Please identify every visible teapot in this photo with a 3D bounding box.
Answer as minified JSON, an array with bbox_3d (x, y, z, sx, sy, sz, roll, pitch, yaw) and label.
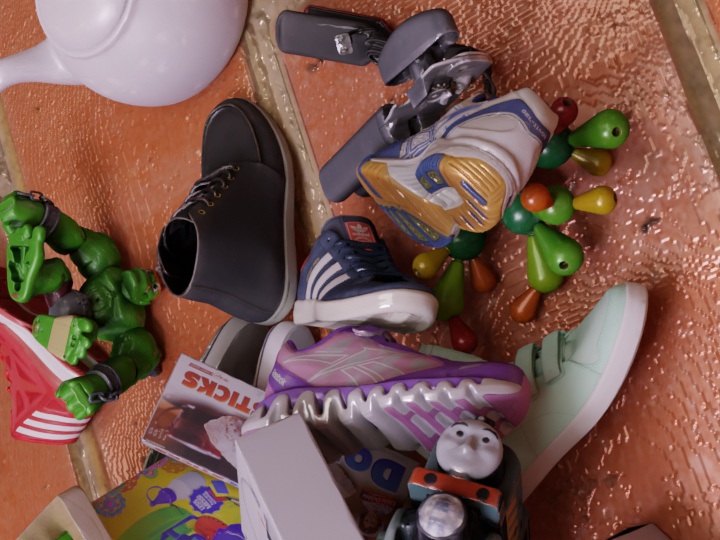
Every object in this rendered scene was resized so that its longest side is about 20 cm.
[{"bbox_3d":[-0.197,-0.234,1.119,0.196,0.146,0.202,11,96,34],"label":"teapot"}]

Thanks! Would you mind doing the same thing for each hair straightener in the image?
[{"bbox_3d":[0.013,-0.160,1.013,0.199,0.077,0.041,23,118,31],"label":"hair straightener"}]

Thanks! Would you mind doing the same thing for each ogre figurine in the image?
[{"bbox_3d":[-0.236,0.026,1.164,0.200,0.120,0.098,47,111,24],"label":"ogre figurine"}]

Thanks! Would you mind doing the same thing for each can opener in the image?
[{"bbox_3d":[0.024,-0.118,0.976,0.200,0.053,0.067,-39,68,56],"label":"can opener"}]

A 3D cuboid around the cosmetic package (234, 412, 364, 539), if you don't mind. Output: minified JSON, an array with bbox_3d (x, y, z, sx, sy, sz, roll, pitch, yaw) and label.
[{"bbox_3d":[-0.019,0.213,0.863,0.151,0.051,0.201,92,153,-58],"label":"cosmetic package"}]

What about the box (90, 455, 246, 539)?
[{"bbox_3d":[-0.113,0.277,1.032,0.200,0.122,0.194,40,141,28],"label":"box"}]

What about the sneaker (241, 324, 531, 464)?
[{"bbox_3d":[0.016,0.073,0.901,0.199,0.081,0.089,-9,52,23],"label":"sneaker"}]

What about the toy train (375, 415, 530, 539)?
[{"bbox_3d":[0.067,0.177,0.871,0.085,0.201,0.115,11,57,18],"label":"toy train"}]

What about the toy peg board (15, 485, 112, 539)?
[{"bbox_3d":[-0.218,0.288,0.983,0.200,0.097,0.200,58,146,7],"label":"toy peg board"}]

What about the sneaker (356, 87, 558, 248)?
[{"bbox_3d":[0.066,-0.070,0.893,0.088,0.075,0.200,-48,18,-14],"label":"sneaker"}]

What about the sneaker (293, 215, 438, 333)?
[{"bbox_3d":[0.000,0.000,0.984,0.200,0.074,0.085,176,103,-67],"label":"sneaker"}]

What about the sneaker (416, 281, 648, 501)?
[{"bbox_3d":[0.103,0.069,0.923,0.118,0.074,0.201,32,114,-5],"label":"sneaker"}]

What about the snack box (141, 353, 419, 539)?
[{"bbox_3d":[-0.059,0.137,1.014,0.199,0.024,0.072,25,71,-4],"label":"snack box"}]

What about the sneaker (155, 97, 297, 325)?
[{"bbox_3d":[-0.110,-0.061,1.068,0.075,0.106,0.201,-30,59,32],"label":"sneaker"}]

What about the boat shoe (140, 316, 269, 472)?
[{"bbox_3d":[-0.138,0.116,1.124,0.064,0.070,0.201,34,111,29],"label":"boat shoe"}]

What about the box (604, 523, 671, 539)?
[{"bbox_3d":[0.182,0.302,0.881,0.176,0.096,0.201,41,113,28],"label":"box"}]

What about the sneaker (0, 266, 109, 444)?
[{"bbox_3d":[-0.321,0.086,1.251,0.200,0.078,0.116,39,110,30],"label":"sneaker"}]

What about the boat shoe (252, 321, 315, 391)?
[{"bbox_3d":[-0.080,0.137,1.087,0.069,0.071,0.202,10,103,32],"label":"boat shoe"}]

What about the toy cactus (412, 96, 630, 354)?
[{"bbox_3d":[0.095,-0.055,0.954,0.201,0.102,0.165,-56,51,31],"label":"toy cactus"}]
